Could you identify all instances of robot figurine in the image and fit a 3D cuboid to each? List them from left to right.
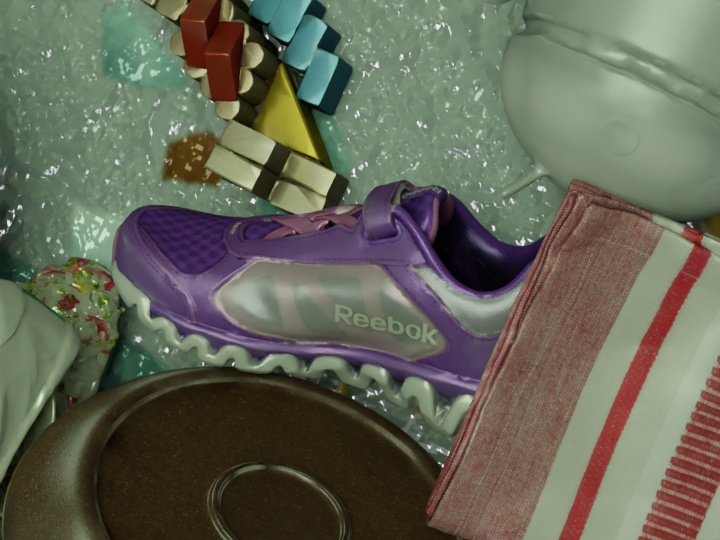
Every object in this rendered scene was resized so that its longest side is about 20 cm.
[{"bbox_3d":[0.127,-0.103,0.992,0.169,0.113,0.200,27,89,-8],"label":"robot figurine"}]

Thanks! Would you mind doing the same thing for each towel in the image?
[{"bbox_3d":[0.142,0.067,0.970,0.200,0.023,0.144,21,102,-4],"label":"towel"}]

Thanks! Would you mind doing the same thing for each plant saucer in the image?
[{"bbox_3d":[-0.034,0.101,0.974,0.200,0.200,0.032,34,128,15],"label":"plant saucer"}]

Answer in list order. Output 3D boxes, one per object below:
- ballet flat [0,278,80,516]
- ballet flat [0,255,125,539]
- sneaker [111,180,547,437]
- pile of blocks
[{"bbox_3d":[-0.162,0.100,1.014,0.069,0.069,0.200,25,98,15],"label":"ballet flat"},{"bbox_3d":[-0.168,0.078,1.063,0.076,0.064,0.200,32,91,36],"label":"ballet flat"},{"bbox_3d":[0.000,0.000,1.015,0.200,0.081,0.089,16,121,11],"label":"sneaker"},{"bbox_3d":[-0.053,-0.114,1.064,0.082,0.062,0.200,-28,78,9],"label":"pile of blocks"}]
